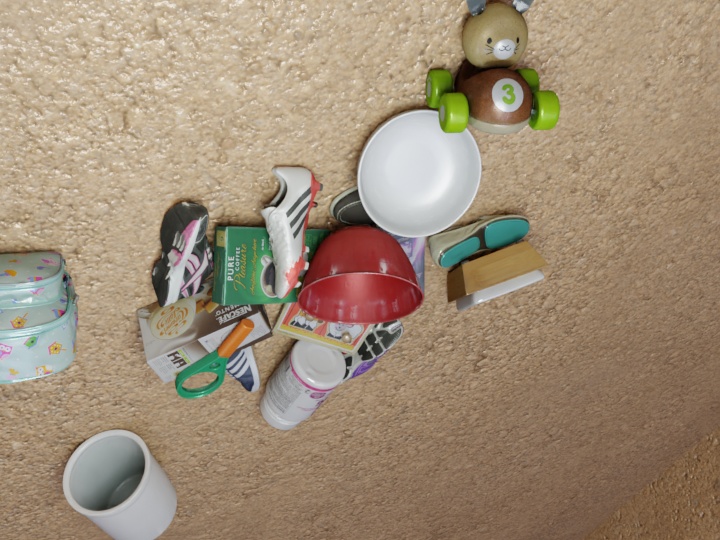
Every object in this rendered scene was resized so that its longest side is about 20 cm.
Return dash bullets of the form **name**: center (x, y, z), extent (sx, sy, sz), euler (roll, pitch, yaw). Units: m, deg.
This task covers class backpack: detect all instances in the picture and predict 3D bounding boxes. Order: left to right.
- **backpack**: center (-0.481, 0.063, 1.061), extent (0.174, 0.200, 0.155), euler (-2, 121, -23)

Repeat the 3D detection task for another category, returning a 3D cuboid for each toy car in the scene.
- **toy car**: center (0.189, -0.305, 1.055), extent (0.162, 0.158, 0.202), euler (-4, 127, -9)

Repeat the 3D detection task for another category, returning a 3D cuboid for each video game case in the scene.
- **video game case**: center (0.051, -0.008, 1.360), extent (0.142, 0.019, 0.202), euler (-20, 128, -21)

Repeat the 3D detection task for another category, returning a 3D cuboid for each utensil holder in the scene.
- **utensil holder**: center (-0.470, 0.436, 1.522), extent (0.168, 0.171, 0.201), euler (-19, 144, -7)

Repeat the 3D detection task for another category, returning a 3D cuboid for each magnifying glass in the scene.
- **magnifying glass**: center (-0.236, 0.147, 1.253), extent (0.079, 0.023, 0.200), euler (13, 132, -42)

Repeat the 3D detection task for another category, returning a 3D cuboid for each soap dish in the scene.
- **soap dish**: center (0.244, 0.011, 1.426), extent (0.156, 0.082, 0.200), euler (-20, 175, -5)

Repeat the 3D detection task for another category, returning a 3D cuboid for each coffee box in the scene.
- **coffee box**: center (-0.259, 0.088, 1.277), extent (0.198, 0.115, 0.080), euler (-23, 142, -2)
- **coffee box**: center (-0.140, -0.009, 1.221), extent (0.198, 0.044, 0.125), euler (-2, 98, -38)

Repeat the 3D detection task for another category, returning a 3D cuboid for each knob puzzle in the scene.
- **knob puzzle**: center (-0.041, 0.062, 1.392), extent (0.217, 0.031, 0.222), euler (-6, 124, -9)

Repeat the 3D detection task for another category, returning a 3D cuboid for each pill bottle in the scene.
- **pill bottle**: center (-0.118, 0.225, 1.499), extent (0.112, 0.114, 0.200), euler (4, 143, -31)

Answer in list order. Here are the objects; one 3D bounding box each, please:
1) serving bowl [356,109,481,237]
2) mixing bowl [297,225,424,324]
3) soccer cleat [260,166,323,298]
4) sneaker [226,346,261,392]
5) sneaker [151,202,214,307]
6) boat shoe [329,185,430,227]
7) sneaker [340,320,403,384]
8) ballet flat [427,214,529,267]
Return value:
- **serving bowl**: center (0.085, -0.156, 1.194), extent (0.198, 0.066, 0.202), euler (-6, 114, -12)
- **mixing bowl**: center (0.000, 0.000, 1.206), extent (0.197, 0.110, 0.201), euler (0, 154, 0)
- **soccer cleat**: center (-0.117, -0.060, 1.165), extent (0.084, 0.068, 0.202), euler (12, 91, -25)
- **sneaker**: center (-0.248, 0.163, 1.394), extent (0.108, 0.070, 0.201), euler (-24, 136, -19)
- **sneaker**: center (-0.263, -0.030, 1.187), extent (0.086, 0.081, 0.201), euler (-11, 148, -37)
- **boat shoe**: center (0.050, -0.105, 1.264), extent (0.199, 0.061, 0.072), euler (-11, 138, -17)
- **sneaker**: center (0.014, 0.151, 1.512), extent (0.200, 0.081, 0.083), euler (-40, 156, 31)
- **ballet flat**: center (0.211, -0.067, 1.393), extent (0.198, 0.070, 0.070), euler (-19, 142, -16)
